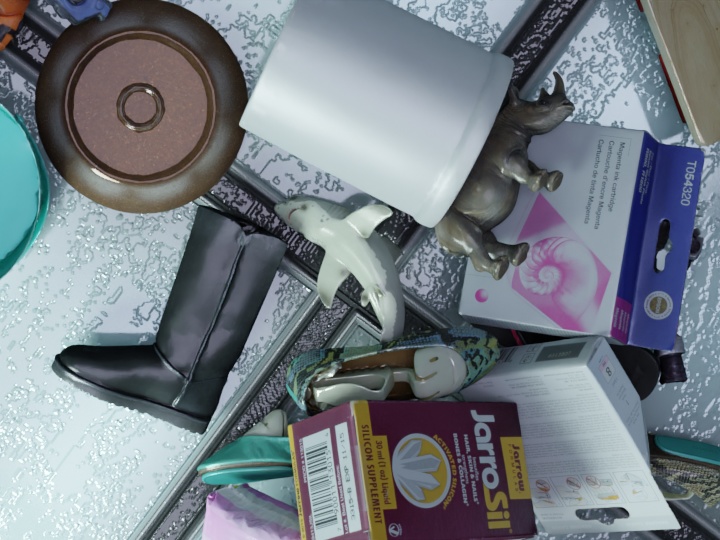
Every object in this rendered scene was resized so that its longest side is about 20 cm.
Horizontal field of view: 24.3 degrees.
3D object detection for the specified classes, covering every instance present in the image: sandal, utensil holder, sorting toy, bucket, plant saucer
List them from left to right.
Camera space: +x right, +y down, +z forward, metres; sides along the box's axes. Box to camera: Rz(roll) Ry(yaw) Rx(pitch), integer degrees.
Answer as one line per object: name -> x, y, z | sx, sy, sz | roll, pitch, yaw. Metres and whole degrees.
bucket -> -0.377, -0.071, 1.494 | 0.206, 0.135, 0.209 | 0, 96, -4
plant saucer -> -0.203, -0.152, 1.551 | 0.199, 0.037, 0.202 | -1, 97, -5
utensil holder -> 0.012, -0.156, 1.504 | 0.199, 0.170, 0.171 | 25, 94, -5
sandal -> 0.187, 0.062, 1.572 | 0.199, 0.045, 0.075 | 27, 111, 16
sorting toy -> 0.360, -0.245, 1.566 | 0.198, 0.070, 0.201 | -23, 97, -8

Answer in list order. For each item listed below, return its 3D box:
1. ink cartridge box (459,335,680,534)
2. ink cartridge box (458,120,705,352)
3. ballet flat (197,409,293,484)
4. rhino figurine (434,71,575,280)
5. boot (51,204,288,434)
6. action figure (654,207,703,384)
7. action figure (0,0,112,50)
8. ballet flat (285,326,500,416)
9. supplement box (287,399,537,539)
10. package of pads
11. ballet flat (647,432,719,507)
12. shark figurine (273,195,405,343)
ink cartridge box -> 0.199, 0.157, 1.571 | 0.200, 0.162, 0.057 | 54, 49, -24
ink cartridge box -> 0.204, -0.037, 1.541 | 0.199, 0.043, 0.198 | 7, 80, 17
ballet flat -> -0.055, 0.166, 1.592 | 0.199, 0.067, 0.071 | 0, 72, -5
rhino figurine -> 0.134, -0.093, 1.517 | 0.087, 0.060, 0.201 | 23, 84, 26
boot -> -0.175, 0.032, 1.551 | 0.164, 0.066, 0.201 | 21, 102, -19
action figure -> 0.266, 0.009, 1.595 | 0.129, 0.069, 0.201 | -2, 93, 3
action figure -> -0.328, -0.286, 1.495 | 0.193, 0.105, 0.200 | -38, 123, -5
ballet flat -> 0.032, 0.099, 1.517 | 0.199, 0.074, 0.075 | -11, 97, 0
supplement box -> 0.047, 0.190, 1.502 | 0.199, 0.103, 0.132 | 3, 71, -39
package of pads -> -0.095, 0.308, 1.552 | 0.120, 0.076, 0.201 | 21, 110, 32
ballet flat -> 0.268, 0.181, 1.617 | 0.199, 0.068, 0.076 | 23, 110, -9
shark figurine -> 0.017, 0.013, 1.571 | 0.128, 0.089, 0.215 | -23, 90, 32
